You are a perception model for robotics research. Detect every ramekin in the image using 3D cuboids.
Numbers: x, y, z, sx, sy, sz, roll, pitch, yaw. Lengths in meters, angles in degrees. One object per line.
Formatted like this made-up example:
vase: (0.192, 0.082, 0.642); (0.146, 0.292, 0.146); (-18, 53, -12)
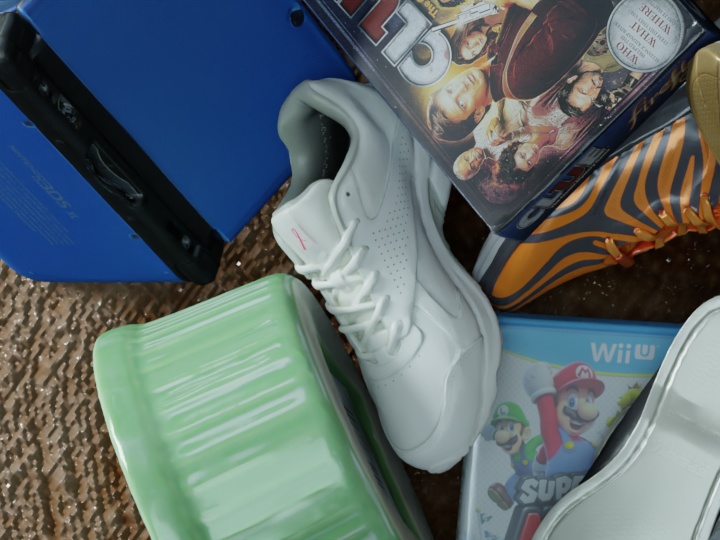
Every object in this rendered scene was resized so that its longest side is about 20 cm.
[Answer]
ramekin: (-0.037, 0.100, 1.310); (0.097, 0.200, 0.201); (-26, 92, 5)

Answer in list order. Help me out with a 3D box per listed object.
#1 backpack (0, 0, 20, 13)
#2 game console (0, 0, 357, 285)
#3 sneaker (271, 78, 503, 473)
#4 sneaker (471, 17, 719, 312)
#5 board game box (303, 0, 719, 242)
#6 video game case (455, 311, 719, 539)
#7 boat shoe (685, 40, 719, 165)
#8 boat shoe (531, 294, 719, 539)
backpack: (-0.208, -0.211, 1.331); (0.181, 0.135, 0.201); (-15, 93, 11)
game console: (-0.125, -0.090, 1.324); (0.170, 0.200, 0.119); (0, 59, 30)
sneaker: (0.000, 0.000, 1.306); (0.078, 0.099, 0.201); (-35, 60, 37)
sneaker: (0.150, -0.025, 1.310); (0.200, 0.078, 0.112); (-42, 76, 14)
board game box: (0.055, -0.133, 1.292); (0.136, 0.035, 0.200); (-45, 70, 17)
video game case: (0.117, 0.124, 1.350); (0.142, 0.018, 0.201); (4, 99, -7)
boat shoe: (0.219, -0.020, 1.224); (0.069, 0.071, 0.201); (-25, 84, -20)
boat shoe: (0.138, 0.099, 1.308); (0.074, 0.060, 0.201); (28, 96, 12)
